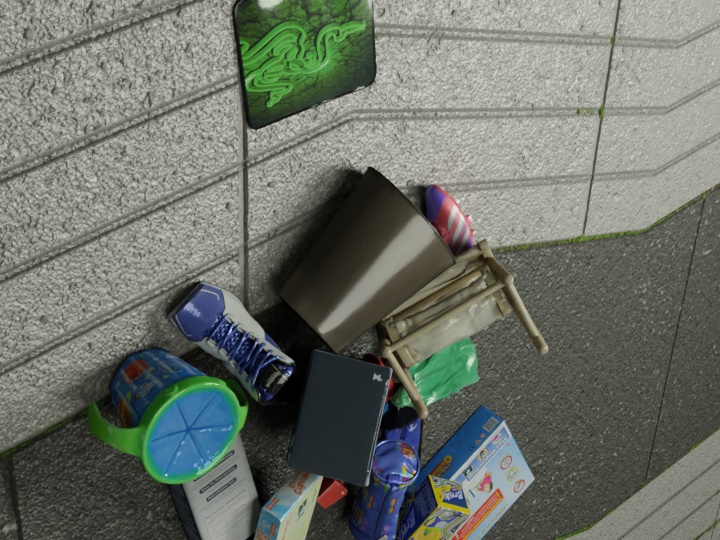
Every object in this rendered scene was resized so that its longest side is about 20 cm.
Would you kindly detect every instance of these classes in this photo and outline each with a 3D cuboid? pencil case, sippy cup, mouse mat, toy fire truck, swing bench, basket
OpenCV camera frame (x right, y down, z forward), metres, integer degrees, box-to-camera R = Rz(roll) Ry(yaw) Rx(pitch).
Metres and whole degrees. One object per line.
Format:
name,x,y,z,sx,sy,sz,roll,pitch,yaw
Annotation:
pencil case,0.033,0.343,1.678,0.077,0.088,0.202,5,135,-9
sippy cup,-0.233,0.164,1.339,0.140,0.130,0.178,-52,136,-3
mouse mat,-0.060,-0.270,1.329,0.198,0.008,0.163,-25,129,-28
toy fire truck,-0.019,0.231,1.610,0.200,0.049,0.142,-41,126,-8
swing bench,0.120,0.064,1.522,0.197,0.200,0.131,-30,116,3
basket,0.000,0.000,1.453,0.200,0.136,0.181,-45,118,-5

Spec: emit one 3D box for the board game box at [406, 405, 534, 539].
board game box,0.188,0.362,1.886,0.200,0.056,0.197,-44,136,-13

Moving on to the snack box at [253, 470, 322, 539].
snack box,-0.114,0.380,1.582,0.116,0.037,0.202,-42,154,-51

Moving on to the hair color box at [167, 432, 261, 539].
hair color box,-0.199,0.287,1.490,0.099,0.060,0.202,-33,132,-28

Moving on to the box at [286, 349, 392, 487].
box,-0.031,0.190,1.450,0.105,0.200,0.151,14,83,-3

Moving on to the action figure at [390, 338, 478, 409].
action figure,0.107,0.151,1.646,0.199,0.054,0.120,-32,109,-49

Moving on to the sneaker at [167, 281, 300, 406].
sneaker,-0.136,0.100,1.372,0.081,0.115,0.199,-48,117,-8

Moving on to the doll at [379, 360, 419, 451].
doll,0.054,0.220,1.687,0.135,0.048,0.203,-17,124,-27

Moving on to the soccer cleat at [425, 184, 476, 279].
soccer cleat,0.125,-0.037,1.592,0.076,0.067,0.201,-39,137,-11

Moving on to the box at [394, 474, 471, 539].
box,0.088,0.416,1.763,0.069,0.065,0.201,19,124,-27
